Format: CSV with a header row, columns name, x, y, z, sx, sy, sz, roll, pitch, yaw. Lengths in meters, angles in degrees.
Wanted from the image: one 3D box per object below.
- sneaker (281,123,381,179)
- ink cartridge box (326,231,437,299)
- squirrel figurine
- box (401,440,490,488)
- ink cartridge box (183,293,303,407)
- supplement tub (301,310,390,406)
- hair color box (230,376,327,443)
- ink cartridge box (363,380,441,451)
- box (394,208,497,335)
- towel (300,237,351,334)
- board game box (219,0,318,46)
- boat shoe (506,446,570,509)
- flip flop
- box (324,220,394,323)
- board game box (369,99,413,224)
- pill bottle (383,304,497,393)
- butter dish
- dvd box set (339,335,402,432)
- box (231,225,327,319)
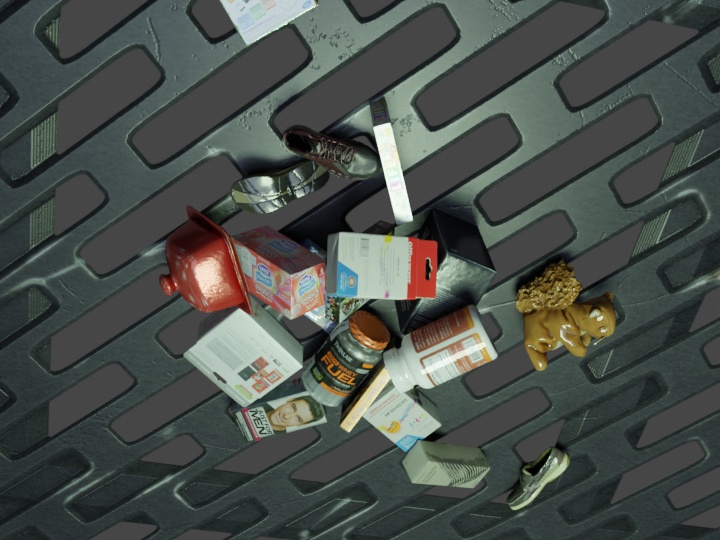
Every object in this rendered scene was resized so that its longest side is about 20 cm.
name,x,y,z,sx,sy,sz,roll,pitch,yaw
sneaker,-0.060,-0.218,1.569,0.198,0.116,0.076,17,99,1
ink cartridge box,0.040,-0.005,1.558,0.198,0.067,0.117,4,84,-21
squirrel figurine,0.432,0.084,1.757,0.186,0.141,0.201,-26,92,45
box,0.202,0.457,1.973,0.199,0.069,0.082,13,123,-34
ink cartridge box,-0.253,0.172,1.814,0.175,0.084,0.200,-36,115,15
supplement tub,-0.030,0.189,1.809,0.122,0.123,0.200,28,118,-17
hair color box,-0.184,0.316,1.913,0.198,0.061,0.100,-16,119,5
ink cartridge box,0.076,0.311,1.921,0.115,0.068,0.200,-40,113,17
box,0.162,0.017,1.689,0.117,0.197,0.201,21,116,-15
towel,-0.087,0.037,1.785,0.200,0.024,0.147,40,109,-22
board game box,-0.186,-0.518,1.460,0.152,0.040,0.201,-26,117,11
boat shoe,0.422,0.502,2.051,0.066,0.072,0.201,39,110,-11
flip flop,-0.158,-0.171,1.651,0.199,0.058,0.082,-22,115,-9
box,0.000,0.000,1.678,0.037,0.200,0.138,19,124,27
board game box,0.058,-0.207,1.594,0.034,0.135,0.201,-13,119,4
pill bottle,0.149,0.154,1.588,0.199,0.112,0.113,-25,118,10
butter dish,-0.322,0.001,1.634,0.147,0.199,0.201,-28,123,-25
dvd box set,0.026,0.243,1.814,0.029,0.146,0.201,36,100,-5
box,-0.162,-0.001,1.653,0.094,0.199,0.103,-22,127,-37
